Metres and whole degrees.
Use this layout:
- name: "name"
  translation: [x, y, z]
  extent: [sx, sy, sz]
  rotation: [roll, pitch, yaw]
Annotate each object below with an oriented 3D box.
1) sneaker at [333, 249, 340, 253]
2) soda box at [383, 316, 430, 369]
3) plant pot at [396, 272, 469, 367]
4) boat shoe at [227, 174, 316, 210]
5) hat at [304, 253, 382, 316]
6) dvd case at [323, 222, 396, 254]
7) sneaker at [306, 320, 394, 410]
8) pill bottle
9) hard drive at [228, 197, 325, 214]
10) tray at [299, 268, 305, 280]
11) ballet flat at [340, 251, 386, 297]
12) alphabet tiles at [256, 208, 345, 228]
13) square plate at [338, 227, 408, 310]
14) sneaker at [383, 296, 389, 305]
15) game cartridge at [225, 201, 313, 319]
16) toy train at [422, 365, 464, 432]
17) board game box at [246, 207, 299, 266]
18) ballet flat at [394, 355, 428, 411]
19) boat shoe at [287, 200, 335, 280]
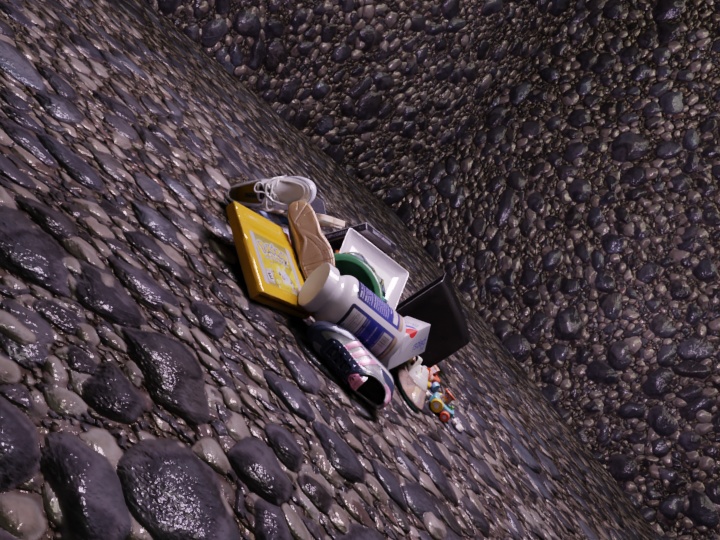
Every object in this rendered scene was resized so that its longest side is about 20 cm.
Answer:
- name: "sneaker"
  translation: [-0.032, 0.032, 1.694]
  extent: [0.111, 0.078, 0.202]
  rotation: [10, 45, -33]
- name: "soda box"
  translation: [0.081, 0.154, 1.471]
  extent: [0.063, 0.070, 0.199]
  rotation: [18, 14, 26]
- name: "plant pot"
  translation: [0.191, 0.142, 1.820]
  extent: [0.179, 0.199, 0.199]
  rotation: [55, 11, 1]
- name: "boat shoe"
  translation: [-0.196, -0.165, 1.439]
  extent: [0.198, 0.076, 0.086]
  rotation: [4, 8, 23]
- name: "hat"
  translation: [-0.040, 0.089, 1.482]
  extent: [0.202, 0.163, 0.177]
  rotation: [62, -19, 19]
- name: "dvd case"
  translation: [-0.028, -0.064, 1.761]
  extent: [0.150, 0.197, 0.025]
  rotation: [32, 52, -50]
- name: "sneaker"
  translation: [-0.017, 0.170, 1.222]
  extent: [0.199, 0.070, 0.082]
  rotation: [39, 18, -9]
- name: "pill bottle"
  translation: [-0.017, 0.082, 1.296]
  extent: [0.199, 0.116, 0.116]
  rotation: [40, 11, -23]
- name: "hard drive"
  translation: [-0.188, -0.159, 1.567]
  extent: [0.196, 0.043, 0.135]
  rotation: [8, 0, 18]
- name: "tray"
  translation: [-0.138, -0.020, 1.547]
  extent: [0.098, 0.037, 0.201]
  rotation: [34, 15, -48]
- name: "ballet flat"
  translation: [0.000, 0.000, 1.548]
  extent: [0.075, 0.074, 0.201]
  rotation: [54, -1, 41]
- name: "alphabet tiles"
  translation: [-0.137, -0.122, 1.567]
  extent: [0.197, 0.015, 0.195]
  rotation: [8, -3, 33]
- name: "square plate"
  translation: [0.010, 0.032, 1.634]
  extent: [0.197, 0.028, 0.202]
  rotation: [36, 56, -18]
- name: "sneaker"
  translation: [0.042, 0.104, 1.552]
  extent: [0.199, 0.091, 0.078]
  rotation: [36, 49, -21]
- name: "game cartridge"
  translation: [-0.170, -0.018, 1.292]
  extent: [0.176, 0.032, 0.203]
  rotation: [29, 37, -57]
- name: "toy train"
  translation: [0.186, 0.280, 1.615]
  extent: [0.150, 0.056, 0.201]
  rotation: [34, 15, -45]
- name: "board game box"
  translation: [-0.166, -0.066, 1.480]
  extent: [0.198, 0.037, 0.152]
  rotation: [10, 33, -43]
- name: "ballet flat"
  translation: [0.114, 0.226, 1.508]
  extent: [0.068, 0.067, 0.201]
  rotation: [40, 12, -28]
- name: "boat shoe"
  translation: [-0.102, -0.041, 1.401]
  extent: [0.069, 0.072, 0.203]
  rotation: [115, -39, -66]
